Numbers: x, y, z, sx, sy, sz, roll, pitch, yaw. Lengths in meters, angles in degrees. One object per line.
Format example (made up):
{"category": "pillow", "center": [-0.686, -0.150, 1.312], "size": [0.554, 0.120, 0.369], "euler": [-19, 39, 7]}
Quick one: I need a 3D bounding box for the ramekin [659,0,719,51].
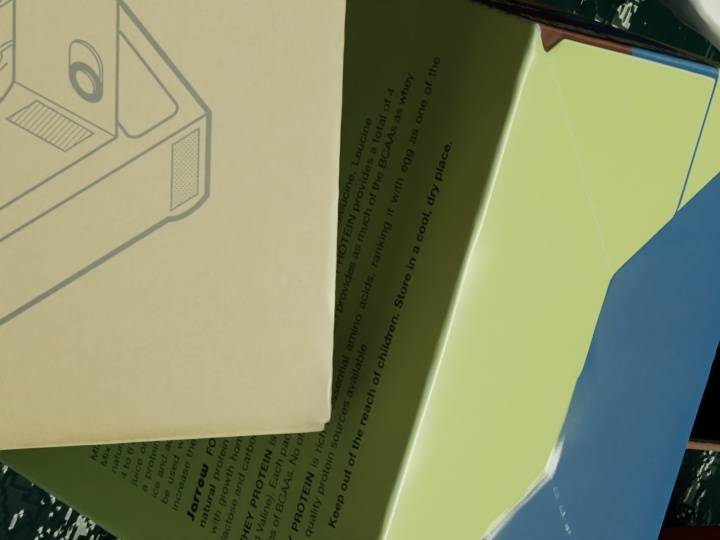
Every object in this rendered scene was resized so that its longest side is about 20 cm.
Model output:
{"category": "ramekin", "center": [0.183, -0.167, 0.931], "size": [0.201, 0.094, 0.204], "euler": [-3, 100, -15]}

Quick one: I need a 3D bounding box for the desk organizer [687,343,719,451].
{"category": "desk organizer", "center": [0.093, 0.027, 0.987], "size": [0.199, 0.077, 0.072], "euler": [8, 102, -47]}

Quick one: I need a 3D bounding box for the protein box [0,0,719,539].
{"category": "protein box", "center": [0.000, 0.000, 0.788], "size": [0.134, 0.199, 0.200], "euler": [8, 102, -46]}

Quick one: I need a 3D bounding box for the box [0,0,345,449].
{"category": "box", "center": [-0.101, -0.032, 0.644], "size": [0.198, 0.021, 0.165], "euler": [-2, 104, -20]}

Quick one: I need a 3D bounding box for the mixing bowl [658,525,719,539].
{"category": "mixing bowl", "center": [0.134, 0.193, 1.080], "size": [0.199, 0.108, 0.202], "euler": [-20, 121, -37]}
